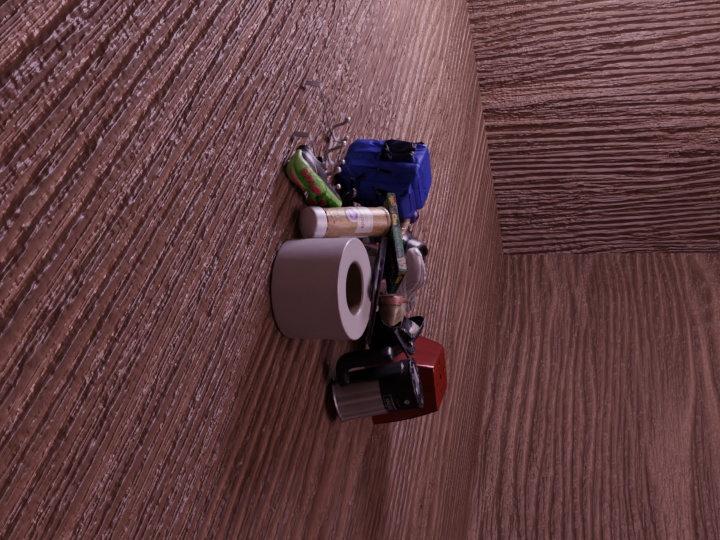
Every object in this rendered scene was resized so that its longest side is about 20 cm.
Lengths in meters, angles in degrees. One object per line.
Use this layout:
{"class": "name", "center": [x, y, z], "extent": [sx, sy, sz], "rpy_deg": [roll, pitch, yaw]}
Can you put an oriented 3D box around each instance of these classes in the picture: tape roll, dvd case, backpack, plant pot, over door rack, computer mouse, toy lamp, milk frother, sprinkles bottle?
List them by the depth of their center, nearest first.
{"class": "tape roll", "center": [-0.073, 0.036, 1.455], "extent": [0.203, 0.139, 0.203], "rpy_deg": [0, 90, -72]}
{"class": "sprinkles bottle", "center": [-0.031, -0.101, 1.547], "extent": [0.200, 0.068, 0.068], "rpy_deg": [-4, 94, -39]}
{"class": "over door rack", "center": [-0.070, -0.285, 1.580], "extent": [0.200, 0.067, 0.148], "rpy_deg": [59, 35, -57]}
{"class": "dvd case", "center": [0.033, 0.046, 1.608], "extent": [0.200, 0.016, 0.149], "rpy_deg": [99, 0, -50]}
{"class": "computer mouse", "center": [-0.050, -0.076, 1.651], "extent": [0.139, 0.053, 0.200], "rpy_deg": [100, 1, -60]}
{"class": "milk frother", "center": [0.038, 0.230, 1.707], "extent": [0.200, 0.188, 0.181], "rpy_deg": [-69, 145, -70]}
{"class": "backpack", "center": [0.050, -0.219, 1.727], "extent": [0.163, 0.200, 0.168], "rpy_deg": [79, 28, -53]}
{"class": "toy lamp", "center": [0.086, -0.069, 1.730], "extent": [0.058, 0.058, 0.200], "rpy_deg": [72, 34, -42]}
{"class": "plant pot", "center": [0.135, 0.287, 2.002], "extent": [0.200, 0.176, 0.200], "rpy_deg": [-54, 140, -60]}

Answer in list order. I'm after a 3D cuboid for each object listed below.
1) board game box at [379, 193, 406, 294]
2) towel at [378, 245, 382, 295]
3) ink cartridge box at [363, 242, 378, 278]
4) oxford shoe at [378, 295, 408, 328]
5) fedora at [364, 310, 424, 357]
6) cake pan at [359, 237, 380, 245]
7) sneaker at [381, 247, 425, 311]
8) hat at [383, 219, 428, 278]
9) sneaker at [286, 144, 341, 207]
{"class": "board game box", "center": [0.067, -0.059, 1.618], "extent": [0.105, 0.023, 0.200], "rpy_deg": [108, -21, -59]}
{"class": "towel", "center": [0.059, 0.009, 1.891], "extent": [0.200, 0.024, 0.145], "rpy_deg": [2, 97, -77]}
{"class": "ink cartridge box", "center": [0.000, 0.000, 1.709], "extent": [0.200, 0.067, 0.116], "rpy_deg": [-73, 172, -78]}
{"class": "oxford shoe", "center": [0.070, 0.095, 1.695], "extent": [0.200, 0.071, 0.074], "rpy_deg": [18, 73, -79]}
{"class": "fedora", "center": [0.066, 0.150, 1.865], "extent": [0.092, 0.201, 0.201], "rpy_deg": [51, 31, -12]}
{"class": "cake pan", "center": [0.023, -0.054, 1.892], "extent": [0.200, 0.037, 0.200], "rpy_deg": [-1, 90, -71]}
{"class": "sneaker", "center": [0.095, 0.028, 1.779], "extent": [0.078, 0.099, 0.200], "rpy_deg": [-109, -156, -44]}
{"class": "hat", "center": [0.125, -0.044, 1.861], "extent": [0.201, 0.081, 0.201], "rpy_deg": [16, 90, -73]}
{"class": "sneaker", "center": [-0.085, -0.188, 1.521], "extent": [0.200, 0.077, 0.084], "rpy_deg": [56, 42, -60]}
